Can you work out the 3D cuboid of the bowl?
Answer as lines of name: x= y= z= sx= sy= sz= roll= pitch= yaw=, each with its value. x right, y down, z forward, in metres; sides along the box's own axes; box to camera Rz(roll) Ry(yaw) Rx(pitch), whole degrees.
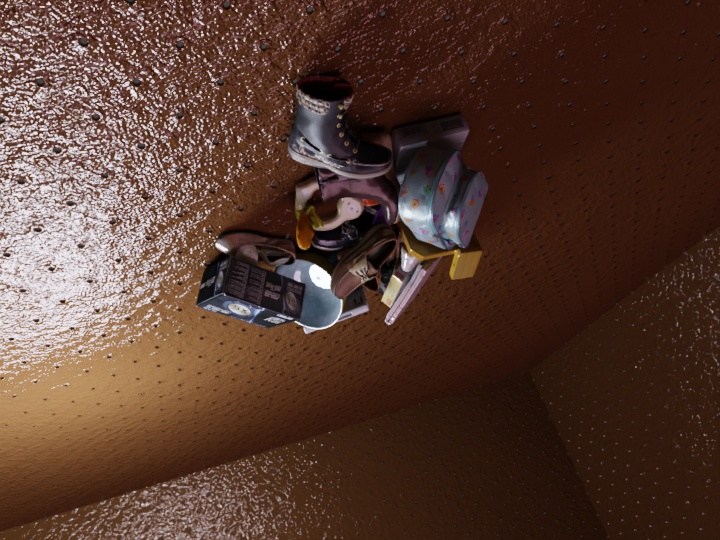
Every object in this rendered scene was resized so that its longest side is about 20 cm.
bowl: x=-0.114 y=0.031 z=1.341 sx=0.200 sy=0.199 sz=0.108 roll=-45 pitch=-174 yaw=39

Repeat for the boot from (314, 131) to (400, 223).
boot: x=-0.004 y=-0.166 z=1.068 sx=0.162 sy=0.072 sz=0.205 roll=-22 pitch=122 yaw=-14

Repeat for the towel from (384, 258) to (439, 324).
towel: x=0.146 y=0.041 z=1.453 sx=0.194 sy=0.032 sz=0.199 roll=-59 pitch=169 yaw=24

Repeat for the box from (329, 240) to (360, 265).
box: x=-0.039 y=-0.016 z=1.406 sx=0.080 sy=0.050 sz=0.202 roll=-12 pitch=151 yaw=-19

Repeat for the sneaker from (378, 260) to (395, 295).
sneaker: x=0.055 y=-0.010 z=1.494 sx=0.088 sy=0.075 sz=0.201 roll=-49 pitch=147 yaw=-10

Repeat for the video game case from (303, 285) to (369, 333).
video game case: x=-0.070 y=0.095 z=1.462 sx=0.177 sy=0.023 sz=0.201 roll=-20 pitch=-161 yaw=1

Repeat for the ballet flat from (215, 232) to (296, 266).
ballet flat: x=-0.225 y=-0.042 z=1.193 sx=0.195 sy=0.069 sz=0.068 roll=0 pitch=143 yaw=-37

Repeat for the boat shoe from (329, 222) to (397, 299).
boat shoe: x=0.008 y=-0.016 z=1.209 sx=0.075 sy=0.074 sz=0.202 roll=33 pitch=99 yaw=-39

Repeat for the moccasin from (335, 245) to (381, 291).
moccasin: x=-0.002 y=0.000 z=1.314 sx=0.071 sy=0.080 sz=0.202 roll=-15 pitch=154 yaw=13

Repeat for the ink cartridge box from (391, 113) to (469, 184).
ink cartridge box: x=0.132 y=-0.240 z=1.148 sx=0.157 sy=0.052 sz=0.201 roll=-16 pitch=162 yaw=-14

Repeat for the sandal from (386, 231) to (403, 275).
sandal: x=0.078 y=-0.069 z=1.406 sx=0.067 sy=0.079 sz=0.215 roll=14 pitch=140 yaw=2

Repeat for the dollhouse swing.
dollhouse swing: x=0.167 y=-0.081 z=1.274 sx=0.170 sy=0.205 sz=0.183 roll=-18 pitch=154 yaw=-8

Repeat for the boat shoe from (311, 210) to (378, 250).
boat shoe: x=-0.025 y=-0.098 z=1.238 sx=0.194 sy=0.077 sz=0.062 roll=-10 pitch=154 yaw=-26

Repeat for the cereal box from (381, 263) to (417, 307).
cereal box: x=0.139 y=-0.006 z=1.463 sx=0.201 sy=0.039 sz=0.145 roll=-49 pitch=168 yaw=-29

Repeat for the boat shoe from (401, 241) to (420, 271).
boat shoe: x=0.142 y=-0.063 z=1.348 sx=0.200 sy=0.069 sz=0.071 roll=-46 pitch=157 yaw=-53

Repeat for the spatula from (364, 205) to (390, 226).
spatula: x=0.006 y=-0.145 z=1.192 sx=0.197 sy=0.021 sz=0.058 roll=25 pitch=98 yaw=-36

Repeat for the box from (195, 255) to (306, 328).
box: x=-0.248 y=0.056 z=1.216 sx=0.196 sy=0.089 sz=0.162 roll=23 pitch=155 yaw=-33

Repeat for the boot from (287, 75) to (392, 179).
boot: x=-0.029 y=-0.244 z=0.921 sx=0.193 sy=0.075 sz=0.152 roll=13 pitch=144 yaw=-1

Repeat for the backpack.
backpack: x=0.164 y=-0.148 z=1.075 sx=0.199 sy=0.150 sz=0.181 roll=30 pitch=82 yaw=-54

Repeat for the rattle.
rattle: x=-0.036 y=-0.122 z=1.092 sx=0.192 sy=0.144 sz=0.135 roll=1 pitch=111 yaw=-10
